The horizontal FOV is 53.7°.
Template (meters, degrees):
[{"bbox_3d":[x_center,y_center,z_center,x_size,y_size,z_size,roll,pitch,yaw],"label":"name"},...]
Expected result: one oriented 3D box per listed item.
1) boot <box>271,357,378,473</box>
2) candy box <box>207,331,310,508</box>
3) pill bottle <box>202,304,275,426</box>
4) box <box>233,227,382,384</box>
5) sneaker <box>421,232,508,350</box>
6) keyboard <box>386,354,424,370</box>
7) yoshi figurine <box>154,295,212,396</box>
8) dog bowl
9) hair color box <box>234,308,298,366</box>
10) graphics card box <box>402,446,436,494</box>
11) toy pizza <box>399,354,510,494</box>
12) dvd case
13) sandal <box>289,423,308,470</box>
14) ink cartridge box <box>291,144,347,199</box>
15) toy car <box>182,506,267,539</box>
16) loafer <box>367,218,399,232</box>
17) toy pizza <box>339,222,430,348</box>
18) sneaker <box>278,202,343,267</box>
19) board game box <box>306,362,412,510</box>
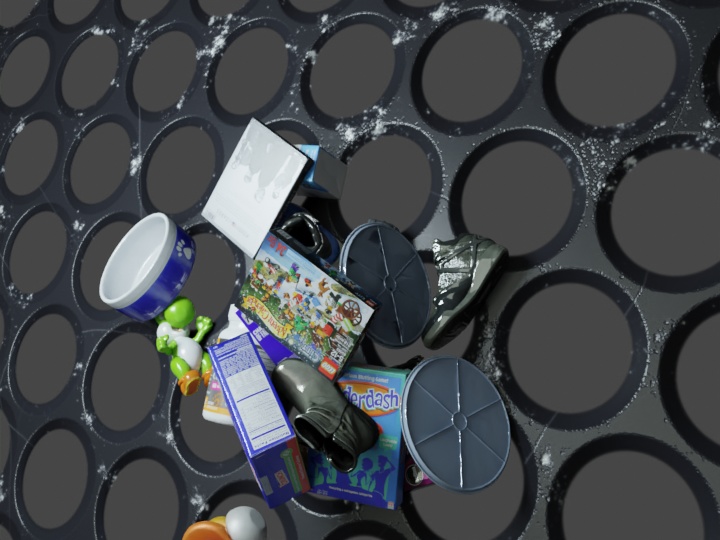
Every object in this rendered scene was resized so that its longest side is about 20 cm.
[{"bbox_3d":[-0.065,0.199,1.017,0.198,0.130,0.069,35,101,15],"label":"boot"},{"bbox_3d":[-0.153,0.225,1.072,0.076,0.171,0.202,-20,51,-14],"label":"candy box"},{"bbox_3d":[-0.204,0.169,1.256,0.114,0.116,0.205,4,78,27],"label":"pill bottle"},{"bbox_3d":[-0.080,0.051,1.054,0.198,0.038,0.138,35,112,14],"label":"box"},{"bbox_3d":[0.142,0.026,1.146,0.113,0.076,0.202,33,89,31],"label":"sneaker"},{"bbox_3d":[0.046,0.194,1.147,0.196,0.021,0.129,-20,35,23],"label":"keyboard"},{"bbox_3d":[-0.330,0.127,1.344,0.111,0.113,0.201,-36,60,-5],"label":"yoshi figurine"},{"bbox_3d":[-0.414,-0.006,1.389,0.197,0.079,0.203,-27,43,28],"label":"dog bowl"},{"bbox_3d":[-0.114,0.115,1.180,0.064,0.109,0.201,-37,96,13],"label":"hair color box"},{"bbox_3d":[0.080,0.280,1.122,0.196,0.051,0.128,-22,68,19],"label":"graphics card box"},{"bbox_3d":[0.138,0.225,1.048,0.032,0.196,0.205,-39,57,52],"label":"toy pizza"},{"bbox_3d":[-0.185,-0.145,1.256,0.149,0.025,0.203,37,104,25],"label":"dvd case"},{"bbox_3d":[-0.089,0.314,1.177,0.197,0.054,0.084,25,111,34],"label":"sandal"},{"bbox_3d":[-0.138,-0.185,1.316,0.196,0.116,0.070,8,82,27],"label":"ink cartridge box"},{"bbox_3d":[-0.223,0.499,1.158,0.175,0.149,0.201,-44,62,9],"label":"toy car"},{"bbox_3d":[0.000,0.000,1.197,0.069,0.069,0.203,23,63,10],"label":"loafer"},{"bbox_3d":[0.037,0.025,1.132,0.031,0.197,0.205,-21,66,44],"label":"toy pizza"},{"bbox_3d":[-0.122,-0.079,1.284,0.199,0.111,0.077,39,94,29],"label":"sneaker"},{"bbox_3d":[-0.003,0.246,1.089,0.148,0.045,0.206,5,92,19],"label":"board game box"}]
